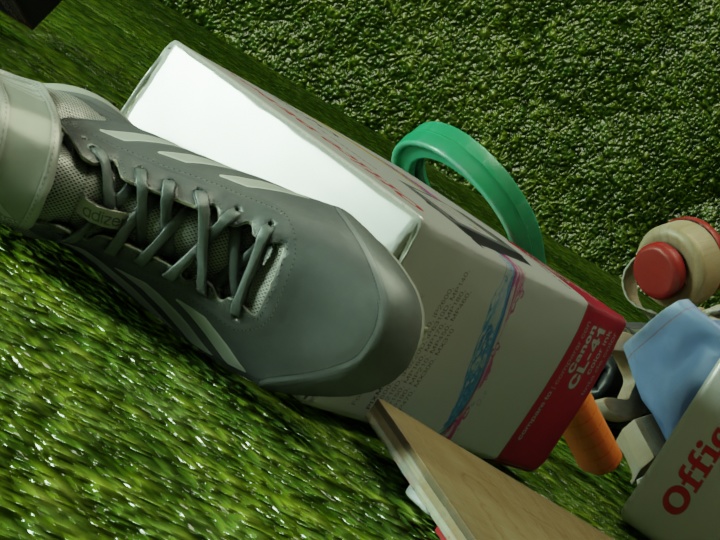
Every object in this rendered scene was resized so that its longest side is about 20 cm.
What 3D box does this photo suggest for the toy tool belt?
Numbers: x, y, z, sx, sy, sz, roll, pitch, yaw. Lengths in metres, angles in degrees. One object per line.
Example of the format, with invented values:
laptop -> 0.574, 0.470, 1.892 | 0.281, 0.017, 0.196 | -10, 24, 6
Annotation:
toy tool belt -> 0.181, 0.064, 1.083 | 0.123, 0.125, 0.200 | -15, 65, -44

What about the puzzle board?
puzzle board -> 0.082, 0.114, 0.701 | 0.150, 0.017, 0.200 | 32, 6, -18

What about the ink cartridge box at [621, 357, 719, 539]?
ink cartridge box -> 0.239, 0.106, 0.955 | 0.200, 0.145, 0.084 | 34, 7, 17

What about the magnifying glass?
magnifying glass -> 0.073, 0.016, 1.000 | 0.079, 0.022, 0.200 | 13, -40, 55

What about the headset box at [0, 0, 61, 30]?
headset box -> -0.258, -0.250, 1.324 | 0.200, 0.077, 0.149 | 33, -17, 29

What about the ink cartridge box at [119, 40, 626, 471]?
ink cartridge box -> 0.000, 0.000, 0.865 | 0.147, 0.086, 0.200 | 36, 5, 30

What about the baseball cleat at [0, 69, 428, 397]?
baseball cleat -> -0.075, -0.012, 0.727 | 0.199, 0.070, 0.106 | 25, 8, 32

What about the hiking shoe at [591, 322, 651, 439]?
hiking shoe -> 0.141, 0.065, 1.209 | 0.199, 0.076, 0.101 | 22, 16, -10
